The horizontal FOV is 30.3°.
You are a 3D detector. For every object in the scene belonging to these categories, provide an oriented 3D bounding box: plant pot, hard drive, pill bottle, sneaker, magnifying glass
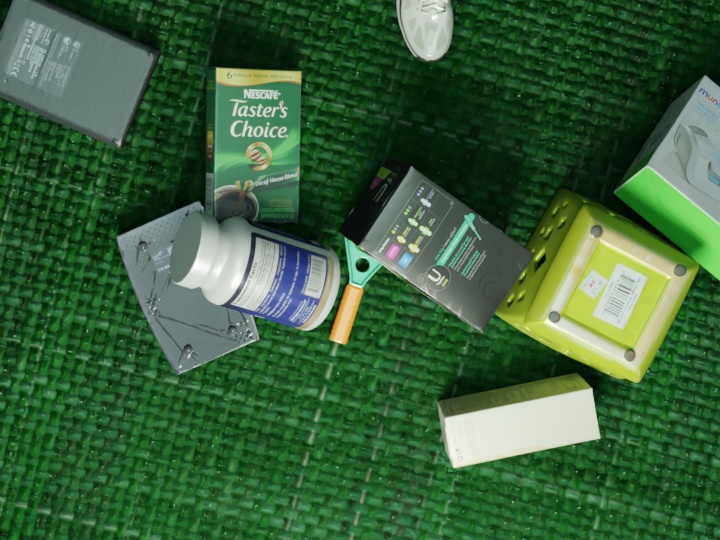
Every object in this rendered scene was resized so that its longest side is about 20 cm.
[{"bbox_3d":[0.312,0.024,1.720,0.198,0.181,0.201,27,93,-4],"label":"plant pot"},{"bbox_3d":[-0.377,-0.262,1.734,0.199,0.033,0.140,23,94,-4],"label":"hard drive"},{"bbox_3d":[-0.227,0.022,1.765,0.134,0.042,0.201,-23,96,0],"label":"hard drive"},{"bbox_3d":[-0.135,-0.002,1.698,0.199,0.116,0.117,18,95,-28],"label":"pill bottle"},{"bbox_3d":[0.085,-0.369,1.701,0.075,0.115,0.202,-3,96,-2],"label":"sneaker"},{"bbox_3d":[0.000,0.000,1.783,0.079,0.022,0.202,18,96,-5],"label":"magnifying glass"}]

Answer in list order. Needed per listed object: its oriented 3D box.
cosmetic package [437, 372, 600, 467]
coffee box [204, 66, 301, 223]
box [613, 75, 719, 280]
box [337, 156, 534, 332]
[{"bbox_3d":[0.208,0.198,1.772,0.198,0.104,0.074,-10,97,0],"label":"cosmetic package"},{"bbox_3d":[-0.140,-0.163,1.731,0.122,0.044,0.202,0,96,-23],"label":"coffee box"},{"bbox_3d":[0.459,-0.114,1.717,0.200,0.097,0.177,39,64,-2],"label":"box"},{"bbox_3d":[0.094,-0.036,1.706,0.199,0.149,0.125,34,91,-14],"label":"box"}]
